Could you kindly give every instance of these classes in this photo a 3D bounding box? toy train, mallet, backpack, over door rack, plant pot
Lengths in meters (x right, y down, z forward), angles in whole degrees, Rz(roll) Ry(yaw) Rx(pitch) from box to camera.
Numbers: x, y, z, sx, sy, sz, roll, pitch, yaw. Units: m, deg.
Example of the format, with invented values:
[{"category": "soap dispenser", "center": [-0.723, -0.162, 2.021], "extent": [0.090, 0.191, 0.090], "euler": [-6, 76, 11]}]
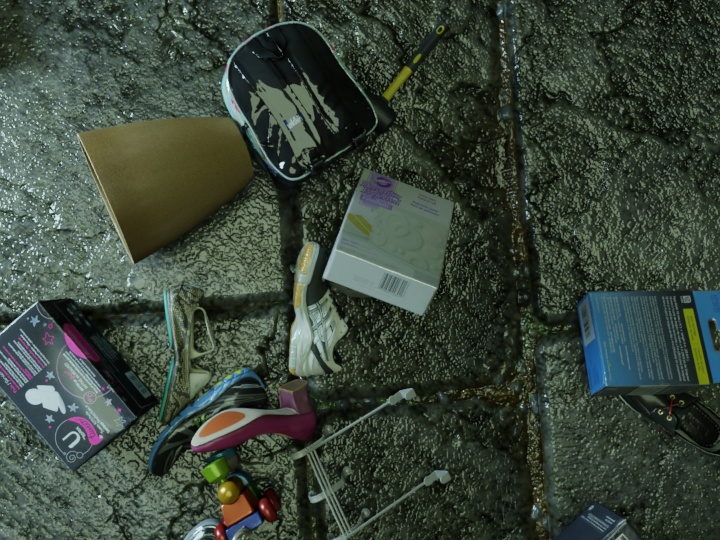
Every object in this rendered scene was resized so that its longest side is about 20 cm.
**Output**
[{"category": "toy train", "center": [-0.173, 0.301, 1.036], "extent": [0.084, 0.200, 0.116], "euler": [-30, 85, -5]}, {"category": "mallet", "center": [0.059, -0.301, 1.162], "extent": [0.066, 0.041, 0.200], "euler": [32, 82, -6]}, {"category": "backpack", "center": [-0.094, -0.234, 1.087], "extent": [0.177, 0.151, 0.200], "euler": [-35, 99, -12]}, {"category": "over door rack", "center": [0.012, 0.279, 1.120], "extent": [0.199, 0.067, 0.148], "euler": [-25, 94, -18]}, {"category": "plant pot", "center": [-0.255, -0.132, 1.069], "extent": [0.199, 0.186, 0.187], "euler": [-23, 89, -16]}]

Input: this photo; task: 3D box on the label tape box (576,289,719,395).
[{"category": "label tape box", "center": [0.430, 0.106, 1.135], "extent": [0.199, 0.063, 0.145], "euler": [0, 66, -4]}]

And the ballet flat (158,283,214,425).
[{"category": "ballet flat", "center": [-0.245, 0.119, 1.107], "extent": [0.075, 0.068, 0.201], "euler": [3, 84, -14]}]

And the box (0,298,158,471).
[{"category": "box", "center": [-0.393, 0.150, 1.058], "extent": [0.115, 0.132, 0.200], "euler": [-39, 91, -1]}]

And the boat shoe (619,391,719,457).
[{"category": "boat shoe", "center": [0.468, 0.204, 1.158], "extent": [0.201, 0.063, 0.074], "euler": [36, 88, -1]}]

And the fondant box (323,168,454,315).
[{"category": "fondant box", "center": [0.044, -0.045, 1.076], "extent": [0.144, 0.200, 0.058], "euler": [21, 130, -3]}]

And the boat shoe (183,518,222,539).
[{"category": "boat shoe", "center": [-0.249, 0.445, 1.087], "extent": [0.074, 0.068, 0.200], "euler": [36, 85, -2]}]

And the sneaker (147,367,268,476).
[{"category": "sneaker", "center": [-0.215, 0.223, 1.098], "extent": [0.199, 0.071, 0.083], "euler": [-39, 85, -8]}]

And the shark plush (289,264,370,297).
[{"category": "shark plush", "center": [0.000, 0.000, 1.148], "extent": [0.199, 0.091, 0.084], "euler": [-7, 68, 16]}]

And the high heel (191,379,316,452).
[{"category": "high heel", "center": [-0.138, 0.229, 1.063], "extent": [0.200, 0.067, 0.097], "euler": [-20, 110, -38]}]

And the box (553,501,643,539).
[{"category": "box", "center": [0.344, 0.477, 1.104], "extent": [0.198, 0.123, 0.200], "euler": [-40, 89, -6]}]

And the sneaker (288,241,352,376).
[{"category": "sneaker", "center": [-0.054, 0.055, 1.106], "extent": [0.087, 0.076, 0.201], "euler": [3, 111, -6]}]
